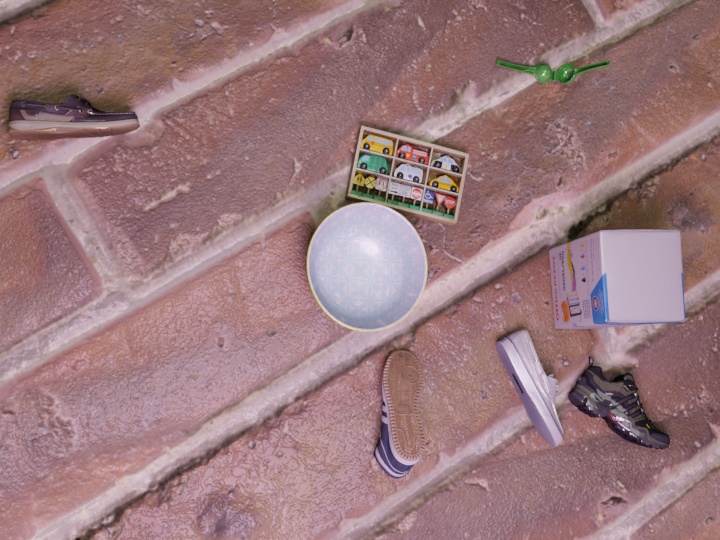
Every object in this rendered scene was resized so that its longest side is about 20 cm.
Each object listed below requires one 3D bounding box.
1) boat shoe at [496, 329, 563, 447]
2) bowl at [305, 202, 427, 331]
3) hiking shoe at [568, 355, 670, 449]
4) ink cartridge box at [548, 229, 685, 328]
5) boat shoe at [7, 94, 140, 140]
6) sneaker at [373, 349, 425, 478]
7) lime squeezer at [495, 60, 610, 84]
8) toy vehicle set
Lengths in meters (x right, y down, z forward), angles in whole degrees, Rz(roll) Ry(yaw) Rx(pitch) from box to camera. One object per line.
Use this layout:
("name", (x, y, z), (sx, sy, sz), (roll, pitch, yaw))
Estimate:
("boat shoe", (0.302, 0.196, 1.435), (0.065, 0.074, 0.202), (-26, 90, -11))
("bowl", (0.000, 0.000, 1.371), (0.197, 0.108, 0.204), (2, 82, -13))
("hiking shoe", (0.462, 0.232, 1.467), (0.198, 0.076, 0.102), (32, 80, -7))
("ink cartridge box", (0.423, 0.019, 1.420), (0.142, 0.200, 0.150), (-1, 83, -11))
("boat shoe", (-0.445, -0.241, 1.317), (0.196, 0.072, 0.066), (-5, 89, -8))
("sneaker", (0.060, 0.237, 1.383), (0.069, 0.109, 0.202), (6, 52, -10))
("lime squeezer", (0.344, -0.355, 1.521), (0.197, 0.071, 0.038), (6, 99, 17))
("toy vehicle set", (0.080, -0.161, 1.451), (0.197, 0.026, 0.126), (13, 81, -11))
